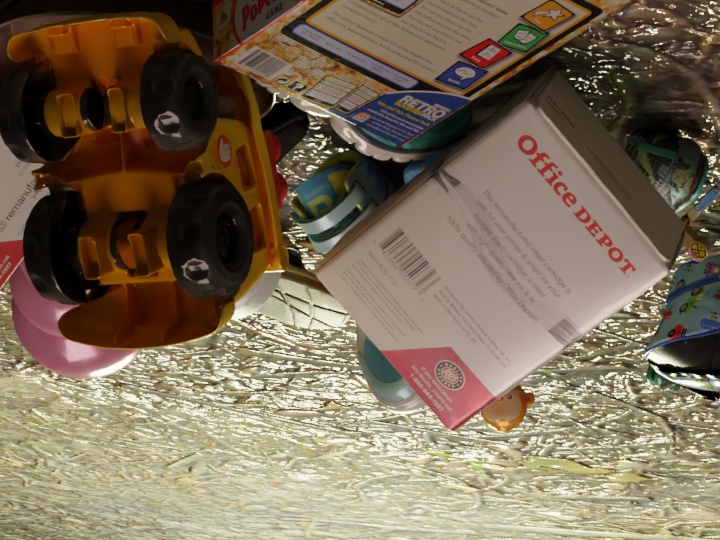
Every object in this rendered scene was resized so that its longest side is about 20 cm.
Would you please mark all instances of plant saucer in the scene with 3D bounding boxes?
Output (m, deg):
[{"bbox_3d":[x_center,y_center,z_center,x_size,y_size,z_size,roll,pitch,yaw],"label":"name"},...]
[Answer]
[{"bbox_3d":[-0.152,-0.141,1.468,0.198,0.035,0.200,6,163,2],"label":"plant saucer"}]

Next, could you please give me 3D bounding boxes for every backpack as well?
[{"bbox_3d":[0.319,0.033,1.666,0.199,0.136,0.182,-11,155,42],"label":"backpack"}]

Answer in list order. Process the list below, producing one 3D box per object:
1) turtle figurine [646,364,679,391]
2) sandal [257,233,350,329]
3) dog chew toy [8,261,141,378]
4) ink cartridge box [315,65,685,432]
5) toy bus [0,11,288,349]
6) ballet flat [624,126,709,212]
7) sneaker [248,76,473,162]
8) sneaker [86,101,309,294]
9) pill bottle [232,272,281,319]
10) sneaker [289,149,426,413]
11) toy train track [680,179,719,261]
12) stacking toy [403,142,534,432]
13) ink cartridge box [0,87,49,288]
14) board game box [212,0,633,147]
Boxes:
[{"bbox_3d":[0.316,0.080,1.877,0.149,0.101,0.200,24,176,-5],"label":"turtle figurine"},{"bbox_3d":[-0.091,-0.013,1.826,0.199,0.054,0.080,26,153,-11],"label":"sandal"},{"bbox_3d":[-0.234,0.007,1.831,0.123,0.126,0.200,5,154,5],"label":"dog chew toy"},{"bbox_3d":[0.094,-0.013,1.462,0.200,0.083,0.147,-38,96,27],"label":"ink cartridge box"},{"bbox_3d":[-0.115,-0.073,1.396,0.135,0.202,0.192,-3,-164,29],"label":"toy bus"},{"bbox_3d":[0.183,-0.050,1.585,0.074,0.075,0.200,10,155,-11],"label":"ballet flat"},{"bbox_3d":[0.006,-0.127,1.399,0.079,0.078,0.199,-25,148,37],"label":"sneaker"},{"bbox_3d":[-0.107,-0.037,1.550,0.089,0.199,0.074,54,178,-21],"label":"sneaker"},{"bbox_3d":[-0.146,-0.033,1.672,0.112,0.114,0.200,-5,160,32],"label":"pill bottle"},{"bbox_3d":[0.000,0.000,1.602,0.079,0.201,0.130,-29,135,20],"label":"sneaker"},{"bbox_3d":[0.249,-0.041,1.545,0.033,0.115,0.200,46,142,6],"label":"toy train track"},{"bbox_3d":[0.094,0.016,1.581,0.115,0.202,0.110,-5,161,10],"label":"stacking toy"},{"bbox_3d":[-0.305,-0.076,1.504,0.199,0.145,0.084,29,-168,-43],"label":"ink cartridge box"},{"bbox_3d":[0.036,-0.154,1.263,0.151,0.047,0.199,22,142,-38],"label":"board game box"}]
